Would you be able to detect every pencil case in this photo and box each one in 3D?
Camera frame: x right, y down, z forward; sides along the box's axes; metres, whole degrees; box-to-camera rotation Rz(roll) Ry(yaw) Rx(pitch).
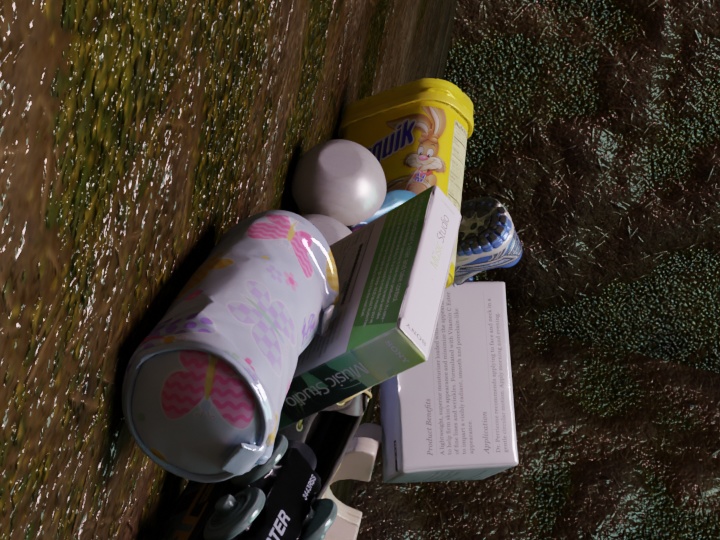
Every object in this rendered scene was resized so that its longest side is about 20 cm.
[{"bbox_3d":[-0.068,0.038,0.687,0.083,0.091,0.200,-31,-167,21],"label":"pencil case"}]

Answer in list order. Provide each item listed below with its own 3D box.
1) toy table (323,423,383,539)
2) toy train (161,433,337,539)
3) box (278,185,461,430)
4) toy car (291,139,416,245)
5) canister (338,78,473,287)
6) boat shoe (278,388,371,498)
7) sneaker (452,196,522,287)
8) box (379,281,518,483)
[{"bbox_3d":[-0.048,0.233,1.300,0.201,0.115,0.186,98,7,-57],"label":"toy table"},{"bbox_3d":[-0.088,0.187,0.753,0.113,0.086,0.201,-29,-162,29],"label":"toy train"},{"bbox_3d":[-0.024,0.037,0.820,0.199,0.036,0.145,-30,-152,35],"label":"box"},{"bbox_3d":[0.000,0.000,1.030,0.176,0.148,0.202,96,8,-54],"label":"toy car"},{"bbox_3d":[0.037,-0.077,1.198,0.086,0.147,0.203,34,53,-43],"label":"canister"},{"bbox_3d":[-0.020,0.097,0.923,0.071,0.060,0.203,3,120,-47],"label":"boat shoe"},{"bbox_3d":[0.080,-0.014,1.245,0.085,0.198,0.078,40,53,-45],"label":"sneaker"},{"bbox_3d":[0.091,0.132,1.335,0.200,0.128,0.202,109,-21,-76],"label":"box"}]
